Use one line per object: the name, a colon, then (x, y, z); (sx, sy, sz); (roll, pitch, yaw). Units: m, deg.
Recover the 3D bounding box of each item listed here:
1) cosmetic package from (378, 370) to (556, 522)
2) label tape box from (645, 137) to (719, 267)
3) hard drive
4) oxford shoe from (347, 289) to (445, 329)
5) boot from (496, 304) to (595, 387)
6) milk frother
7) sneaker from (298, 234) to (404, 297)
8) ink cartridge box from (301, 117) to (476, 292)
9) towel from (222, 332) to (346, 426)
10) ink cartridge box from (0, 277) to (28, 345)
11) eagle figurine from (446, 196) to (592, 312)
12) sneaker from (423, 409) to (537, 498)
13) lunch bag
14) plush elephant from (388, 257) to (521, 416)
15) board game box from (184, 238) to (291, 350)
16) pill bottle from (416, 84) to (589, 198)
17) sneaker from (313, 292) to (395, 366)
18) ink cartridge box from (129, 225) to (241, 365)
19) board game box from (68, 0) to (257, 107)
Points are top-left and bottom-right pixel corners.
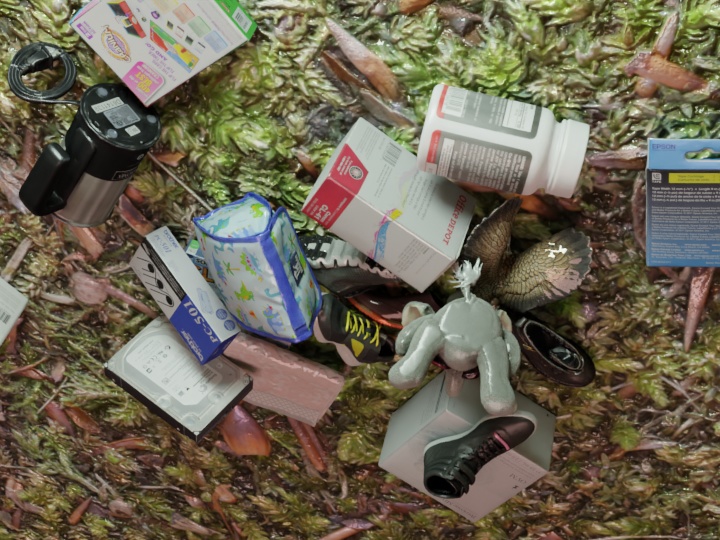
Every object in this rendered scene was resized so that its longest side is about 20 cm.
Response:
cosmetic package: (0.171, 0.276, 1.815); (0.199, 0.123, 0.200); (32, 133, -12)
label tape box: (0.437, -0.098, 1.437); (0.143, 0.066, 0.200); (1, 128, 16)
hard drive: (-0.290, 0.169, 1.801); (0.200, 0.140, 0.038); (34, 146, 17)
oxford shoe: (0.077, 0.055, 1.697); (0.200, 0.071, 0.073); (21, 100, 8)
boot: (0.278, 0.121, 1.606); (0.200, 0.174, 0.069); (35, 91, -13)
milk frother: (-0.411, -0.190, 1.582); (0.188, 0.180, 0.200); (-47, 63, 41)
sneaker: (0.000, 0.000, 1.660); (0.200, 0.066, 0.091); (7, 135, 16)
ink cartridge box: (0.041, -0.087, 1.499); (0.200, 0.148, 0.086); (36, 131, -9)
towel: (-0.139, 0.181, 1.859); (0.200, 0.032, 0.191); (22, 146, -4)
ink cartridge box: (-0.659, 0.087, 1.842); (0.083, 0.200, 0.147); (-30, 117, 36)
eagle figurine: (0.196, -0.012, 1.531); (0.151, 0.152, 0.200); (69, 158, 1)
sneaker: (0.175, 0.278, 1.668); (0.200, 0.099, 0.071); (-28, 115, 28)
lunch bag: (-0.137, -0.002, 1.584); (0.127, 0.200, 0.170); (-27, 113, -12)
plush elephant: (0.130, 0.100, 1.493); (0.165, 0.200, 0.155); (8, 160, 6)
board game box: (-0.187, 0.039, 1.769); (0.200, 0.034, 0.135); (19, 134, 0)
pill bottle: (0.179, -0.159, 1.425); (0.200, 0.114, 0.114); (14, 133, 4)
sneaker: (-0.007, 0.086, 1.706); (0.085, 0.075, 0.200); (-2, 156, 24)
ink cartridge box: (-0.268, 0.039, 1.717); (0.200, 0.044, 0.094); (53, 142, 7)
board game box: (-0.257, -0.319, 1.463); (0.200, 0.040, 0.153); (-24, 121, 33)
